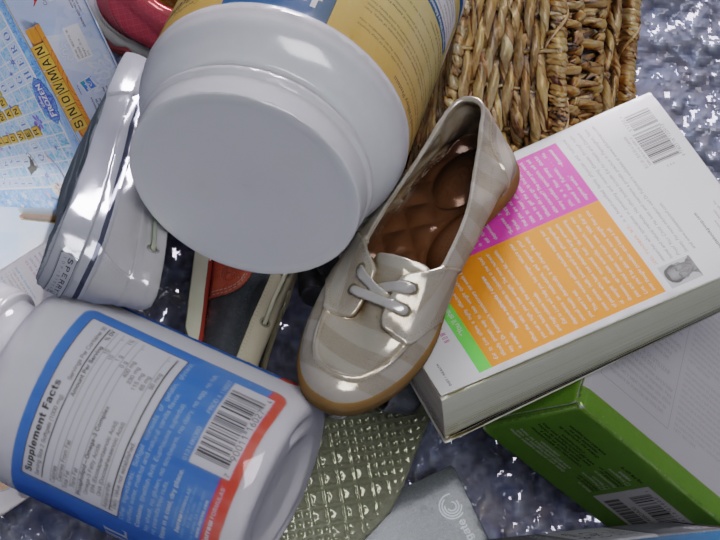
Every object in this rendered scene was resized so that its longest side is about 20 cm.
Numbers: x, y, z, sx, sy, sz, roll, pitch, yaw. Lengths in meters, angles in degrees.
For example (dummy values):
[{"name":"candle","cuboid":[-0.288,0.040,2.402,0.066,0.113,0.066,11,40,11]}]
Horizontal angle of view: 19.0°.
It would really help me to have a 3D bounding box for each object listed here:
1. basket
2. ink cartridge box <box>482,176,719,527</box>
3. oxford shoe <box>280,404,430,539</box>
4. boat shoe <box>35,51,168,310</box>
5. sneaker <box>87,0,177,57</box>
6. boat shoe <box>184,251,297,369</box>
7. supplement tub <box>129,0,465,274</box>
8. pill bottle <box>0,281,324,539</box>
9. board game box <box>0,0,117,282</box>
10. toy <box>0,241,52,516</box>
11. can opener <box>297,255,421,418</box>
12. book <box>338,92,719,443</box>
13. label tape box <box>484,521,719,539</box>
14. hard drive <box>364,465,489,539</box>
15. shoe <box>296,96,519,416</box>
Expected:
[{"name":"basket","cuboid":[0.116,-0.147,1.281,0.148,0.143,0.201,9,73,-9]},{"name":"ink cartridge box","cuboid":[0.166,0.037,1.248,0.148,0.076,0.201,39,53,-31]},{"name":"oxford shoe","cuboid":[-0.006,0.097,1.228,0.075,0.058,0.200,42,62,-15]},{"name":"boat shoe","cuboid":[-0.126,-0.043,1.167,0.067,0.074,0.200,24,38,-11]},{"name":"sneaker","cuboid":[-0.068,-0.136,1.269,0.199,0.087,0.074,20,73,-6]},{"name":"boat shoe","cuboid":[-0.074,0.080,1.218,0.062,0.071,0.201,7,68,-5]},{"name":"supplement tub","cuboid":[-0.032,-0.110,1.134,0.144,0.145,0.200,25,47,-4]},{"name":"pill bottle","cuboid":[-0.129,0.077,1.121,0.199,0.112,0.113,24,71,14]},{"name":"board game box","cuboid":[-0.234,-0.083,1.242,0.199,0.041,0.201,-23,81,-18]},{"name":"toy","cuboid":[-0.227,0.087,1.196,0.200,0.047,0.115,-33,87,-15]},{"name":"can opener","cuboid":[0.000,0.000,1.231,0.067,0.053,0.201,12,48,-19]},{"name":"book","cuboid":[0.103,-0.009,1.164,0.199,0.048,0.134,-23,56,-11]},{"name":"label tape box","cuboid":[0.105,0.214,1.145,0.199,0.063,0.145,-1,90,-28]},{"name":"hard drive","cuboid":[-0.006,0.214,1.215,0.199,0.033,0.140,-23,81,-17]},{"name":"shoe","cuboid":[0.023,-0.011,1.117,0.070,0.053,0.200,18,54,21]}]
